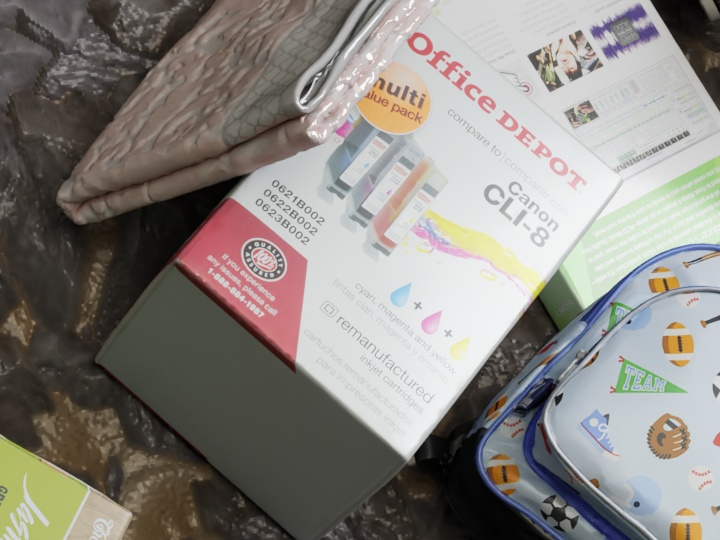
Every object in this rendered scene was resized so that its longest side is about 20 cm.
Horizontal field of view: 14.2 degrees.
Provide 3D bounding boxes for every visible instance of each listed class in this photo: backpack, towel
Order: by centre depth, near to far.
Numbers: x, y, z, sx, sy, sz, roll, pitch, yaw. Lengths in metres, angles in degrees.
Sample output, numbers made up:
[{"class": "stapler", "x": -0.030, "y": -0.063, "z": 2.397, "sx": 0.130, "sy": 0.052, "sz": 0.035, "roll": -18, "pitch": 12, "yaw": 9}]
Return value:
[{"class": "towel", "x": -0.039, "y": -0.110, "z": 1.398, "sx": 0.032, "sy": 0.191, "sz": 0.200, "roll": 52, "pitch": 51, "yaw": -19}, {"class": "backpack", "x": 0.161, "y": 0.083, "z": 1.424, "sx": 0.200, "sy": 0.154, "sz": 0.191, "roll": 42, "pitch": 64, "yaw": -1}]

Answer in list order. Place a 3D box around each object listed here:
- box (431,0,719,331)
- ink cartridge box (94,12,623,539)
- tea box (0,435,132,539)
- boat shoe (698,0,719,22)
[{"class": "box", "x": 0.117, "y": -0.081, "z": 1.547, "sx": 0.144, "sy": 0.036, "sz": 0.200, "roll": -26, "pitch": 80, "yaw": -29}, {"class": "ink cartridge box", "x": 0.000, "y": 0.000, "z": 1.402, "sx": 0.145, "sy": 0.145, "sz": 0.200, "roll": 40, "pitch": 59, "yaw": -1}, {"class": "tea box", "x": -0.232, "y": 0.136, "z": 1.219, "sx": 0.196, "sy": 0.200, "sz": 0.134, "roll": 32, "pitch": 60, "yaw": -9}, {"class": "boat shoe", "x": 0.192, "y": -0.236, "z": 1.609, "sx": 0.062, "sy": 0.073, "sz": 0.201, "roll": -15, "pitch": 68, "yaw": 11}]
